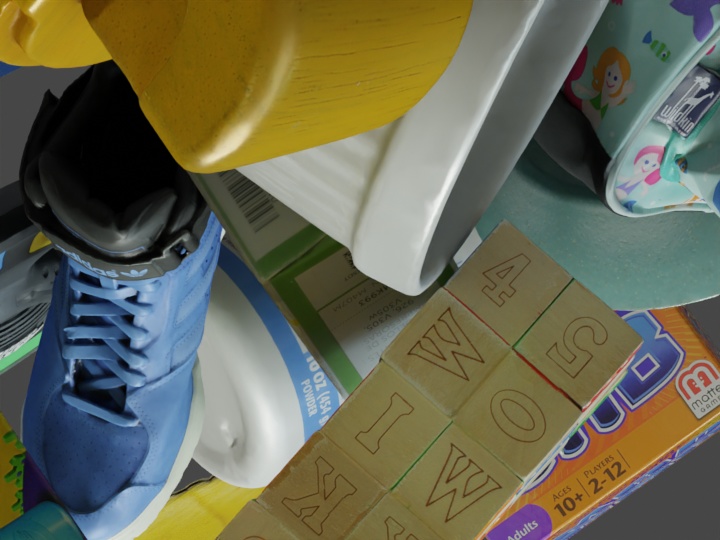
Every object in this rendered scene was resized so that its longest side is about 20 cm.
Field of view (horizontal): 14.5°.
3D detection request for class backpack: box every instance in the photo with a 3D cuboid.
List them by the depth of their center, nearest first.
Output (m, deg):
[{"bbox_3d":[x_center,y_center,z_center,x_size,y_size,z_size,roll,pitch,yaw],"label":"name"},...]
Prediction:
[{"bbox_3d":[0.157,-0.107,0.959,0.178,0.151,0.200,-2,127,-53],"label":"backpack"}]

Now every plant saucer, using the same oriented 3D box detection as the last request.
[{"bbox_3d":[0.127,-0.074,1.127,0.200,0.200,0.036,-35,132,1],"label":"plant saucer"}]

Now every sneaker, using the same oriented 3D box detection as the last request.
[{"bbox_3d":[-0.093,0.006,1.048,0.200,0.077,0.111,-70,163,0],"label":"sneaker"}]

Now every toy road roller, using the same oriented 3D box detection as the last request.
[{"bbox_3d":[-0.019,-0.115,0.652,0.200,0.146,0.123,-42,167,36],"label":"toy road roller"}]

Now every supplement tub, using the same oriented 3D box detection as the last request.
[{"bbox_3d":[-0.007,0.006,1.380,0.200,0.132,0.132,-31,170,-25],"label":"supplement tub"}]

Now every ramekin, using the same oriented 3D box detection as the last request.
[{"bbox_3d":[0.019,-0.103,0.816,0.200,0.105,0.200,-59,173,-11],"label":"ramekin"}]

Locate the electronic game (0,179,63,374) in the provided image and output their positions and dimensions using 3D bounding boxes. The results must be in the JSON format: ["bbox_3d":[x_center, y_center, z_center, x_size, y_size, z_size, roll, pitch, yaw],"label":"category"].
[{"bbox_3d":[-0.157,0.017,1.171,0.200,0.042,0.200,-35,171,-6],"label":"electronic game"}]

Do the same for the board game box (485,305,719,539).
[{"bbox_3d":[0.139,0.070,2.009,0.200,0.200,0.200,-37,171,7],"label":"board game box"}]

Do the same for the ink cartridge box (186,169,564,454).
[{"bbox_3d":[0.000,0.000,0.990,0.059,0.104,0.200,-33,146,1],"label":"ink cartridge box"}]

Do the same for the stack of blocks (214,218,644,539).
[{"bbox_3d":[-0.002,0.085,0.890,0.200,0.059,0.115,-48,174,-8],"label":"stack of blocks"}]

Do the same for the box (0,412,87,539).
[{"bbox_3d":[-0.202,0.080,0.832,0.193,0.200,0.122,-34,171,-15],"label":"box"}]

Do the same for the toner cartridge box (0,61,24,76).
[{"bbox_3d":[-0.137,-0.073,0.778,0.200,0.043,0.095,-30,167,-32],"label":"toner cartridge box"}]
